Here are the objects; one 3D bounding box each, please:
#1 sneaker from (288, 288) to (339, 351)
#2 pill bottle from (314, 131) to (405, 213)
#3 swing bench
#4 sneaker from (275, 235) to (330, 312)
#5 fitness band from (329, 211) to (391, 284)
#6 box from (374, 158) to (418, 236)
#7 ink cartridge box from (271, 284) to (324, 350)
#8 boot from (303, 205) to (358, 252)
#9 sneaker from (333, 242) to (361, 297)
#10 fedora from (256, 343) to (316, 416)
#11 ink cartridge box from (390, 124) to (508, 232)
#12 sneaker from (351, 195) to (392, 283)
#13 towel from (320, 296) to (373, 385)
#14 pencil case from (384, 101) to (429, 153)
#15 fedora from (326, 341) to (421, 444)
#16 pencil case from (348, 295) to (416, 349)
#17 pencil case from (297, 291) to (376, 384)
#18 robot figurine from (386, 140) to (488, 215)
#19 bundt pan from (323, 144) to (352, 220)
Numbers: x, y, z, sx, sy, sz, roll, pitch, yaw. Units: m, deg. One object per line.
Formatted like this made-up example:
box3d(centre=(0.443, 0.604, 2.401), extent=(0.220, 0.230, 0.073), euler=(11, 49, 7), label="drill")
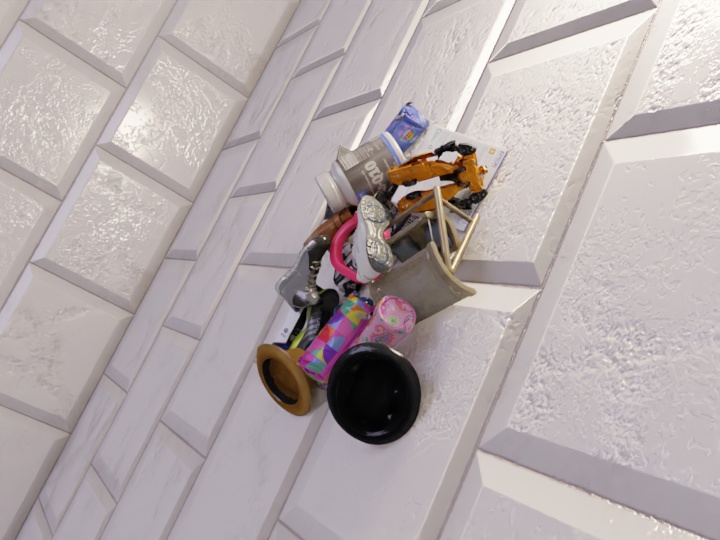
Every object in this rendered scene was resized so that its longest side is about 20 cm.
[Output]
box3d(centre=(-0.096, 0.139, 1.788), extent=(0.081, 0.074, 0.201), euler=(22, 89, 56), label="sneaker")
box3d(centre=(0.002, -0.222, 1.740), extent=(0.199, 0.114, 0.114), euler=(-31, 29, -1), label="pill bottle")
box3d(centre=(0.121, -0.019, 1.482), extent=(0.199, 0.129, 0.201), euler=(-34, 36, 45), label="swing bench")
box3d(centre=(-0.108, 0.020, 1.755), extent=(0.116, 0.075, 0.200), euler=(53, 123, 22), label="sneaker")
box3d(centre=(0.002, -0.049, 1.683), extent=(0.200, 0.037, 0.145), euler=(30, 99, 52), label="fitness band")
box3d(centre=(0.099, -0.159, 1.767), extent=(0.158, 0.050, 0.200), euler=(-52, 27, 12), label="box")
box3d(centre=(-0.146, 0.128, 1.842), extent=(0.039, 0.099, 0.201), euler=(25, 84, 27), label="ink cartridge box")
box3d(centre=(-0.041, -0.106, 1.859), extent=(0.155, 0.200, 0.077), euler=(-39, 75, 24), label="boot")
box3d(centre=(0.000, 0.000, 1.751), extent=(0.198, 0.079, 0.131), euler=(0, 71, 51), label="sneaker")
box3d(centre=(-0.156, 0.235, 1.726), extent=(0.082, 0.202, 0.200), euler=(-29, 8, -34), label="fedora")
box3d(centre=(0.191, -0.192, 1.611), extent=(0.199, 0.043, 0.197), euler=(27, 85, 32), label="ink cartridge box")
box3d(centre=(0.012, -0.065, 1.509), extent=(0.087, 0.074, 0.201), euler=(-45, 33, 43), label="sneaker")
box3d(centre=(-0.030, 0.155, 1.667), extent=(0.111, 0.048, 0.201), euler=(-26, 41, 47), label="towel")
box3d(centre=(0.086, -0.331, 1.932), extent=(0.200, 0.086, 0.078), euler=(-47, 50, 25), label="pencil case")
box3d(centre=(0.035, 0.219, 1.412), extent=(0.201, 0.201, 0.092), euler=(-45, -6, 26), label="fedora")
box3d(centre=(0.036, 0.138, 1.481), extent=(0.088, 0.087, 0.201), euler=(-87, 19, -44), label="pencil case")
box3d(centre=(-0.044, 0.141, 1.582), extent=(0.200, 0.088, 0.088), euler=(-52, 25, -10), label="pencil case")
box3d(centre=(0.161, -0.185, 1.539), extent=(0.198, 0.146, 0.058), euler=(-12, 19, 16), label="robot figurine")
box3d(centre=(-0.040, -0.223, 1.987), extent=(0.202, 0.075, 0.204), euler=(-168, 90, -86), label="bundt pan")
